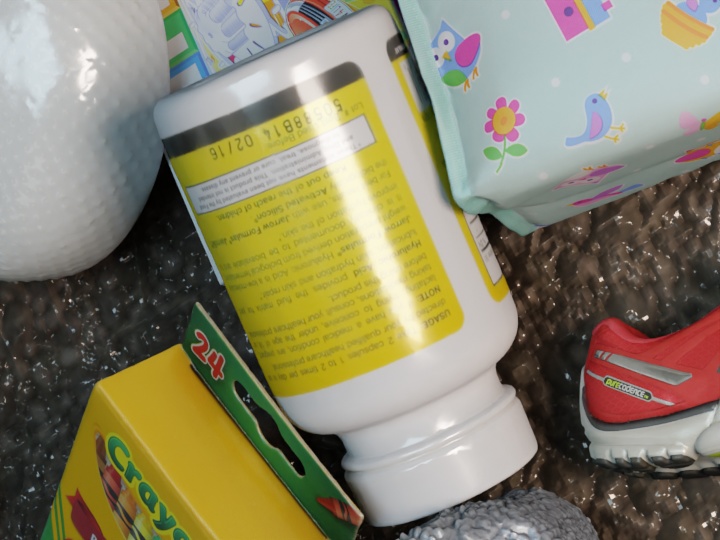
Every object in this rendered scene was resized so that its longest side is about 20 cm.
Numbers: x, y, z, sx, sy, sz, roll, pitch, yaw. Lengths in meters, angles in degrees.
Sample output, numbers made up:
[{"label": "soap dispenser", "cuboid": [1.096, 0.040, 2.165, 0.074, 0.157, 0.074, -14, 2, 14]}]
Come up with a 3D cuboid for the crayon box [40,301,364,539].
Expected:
[{"label": "crayon box", "cuboid": [-0.078, 0.124, 1.114, 0.127, 0.051, 0.200, 50, 142, 22]}]

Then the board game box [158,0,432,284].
[{"label": "board game box", "cuboid": [-0.043, -0.112, 1.168, 0.134, 0.034, 0.201, -31, 73, 23]}]

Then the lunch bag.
[{"label": "lunch bag", "cuboid": [0.098, -0.138, 1.052, 0.169, 0.122, 0.201, -19, 78, 18]}]

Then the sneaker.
[{"label": "sneaker", "cuboid": [0.178, 0.033, 1.030, 0.199, 0.077, 0.086, -11, 77, 27]}]

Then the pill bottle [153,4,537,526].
[{"label": "pill bottle", "cuboid": [0.000, 0.000, 1.064, 0.111, 0.111, 0.201, -21, 97, 25]}]

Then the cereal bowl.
[{"label": "cereal bowl", "cuboid": [-0.185, -0.091, 1.193, 0.199, 0.083, 0.202, 8, 101, 44]}]

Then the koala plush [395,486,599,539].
[{"label": "koala plush", "cuboid": [0.075, 0.210, 1.022, 0.184, 0.178, 0.200, -43, 64, -7]}]
